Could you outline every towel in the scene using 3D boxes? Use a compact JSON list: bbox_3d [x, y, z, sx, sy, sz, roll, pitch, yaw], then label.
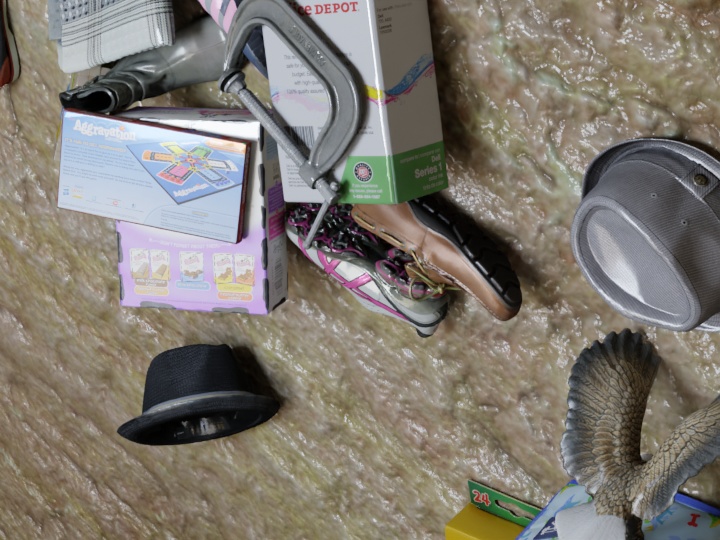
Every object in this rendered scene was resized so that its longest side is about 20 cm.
[{"bbox_3d":[-0.265,-0.306,1.782,0.199,0.034,0.195,-7,90,47],"label":"towel"}]

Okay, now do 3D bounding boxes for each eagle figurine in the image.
[{"bbox_3d":[0.250,0.166,1.553,0.151,0.150,0.202,-121,43,-71],"label":"eagle figurine"}]

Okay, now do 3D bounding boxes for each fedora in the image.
[{"bbox_3d":[-0.190,0.137,2.008,0.200,0.199,0.092,-29,66,50],"label":"fedora"},{"bbox_3d":[0.254,-0.015,1.485,0.200,0.090,0.177,47,140,7],"label":"fedora"}]

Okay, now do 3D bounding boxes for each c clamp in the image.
[{"bbox_3d":[-0.070,-0.146,1.596,0.201,0.027,0.171,54,133,18],"label":"c clamp"}]

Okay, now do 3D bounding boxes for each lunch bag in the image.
[{"bbox_3d":[0.232,0.284,1.658,0.199,0.170,0.128,17,133,38],"label":"lunch bag"}]

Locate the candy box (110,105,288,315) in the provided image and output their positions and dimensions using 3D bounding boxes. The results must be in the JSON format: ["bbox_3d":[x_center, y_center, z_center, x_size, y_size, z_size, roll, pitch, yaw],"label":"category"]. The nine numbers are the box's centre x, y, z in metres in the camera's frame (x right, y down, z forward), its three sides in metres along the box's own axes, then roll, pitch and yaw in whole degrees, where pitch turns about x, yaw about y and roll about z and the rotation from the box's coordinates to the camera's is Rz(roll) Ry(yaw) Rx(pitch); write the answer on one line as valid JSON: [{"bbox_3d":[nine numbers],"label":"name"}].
[{"bbox_3d":[-0.163,-0.064,1.795,0.166,0.072,0.202,4,105,17],"label":"candy box"}]

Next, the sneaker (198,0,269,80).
[{"bbox_3d":[-0.119,-0.262,1.709,0.201,0.070,0.082,58,157,-1],"label":"sneaker"}]

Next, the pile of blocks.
[{"bbox_3d":[-0.296,-0.182,1.946,0.062,0.083,0.200,10,152,-15],"label":"pile of blocks"}]

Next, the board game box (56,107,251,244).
[{"bbox_3d":[-0.208,-0.095,1.752,0.198,0.019,0.104,12,108,15],"label":"board game box"}]

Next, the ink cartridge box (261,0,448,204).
[{"bbox_3d":[-0.007,-0.167,1.607,0.144,0.084,0.202,3,105,43],"label":"ink cartridge box"}]

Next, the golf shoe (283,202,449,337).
[{"bbox_3d":[0.000,0.000,1.761,0.199,0.072,0.093,31,137,25],"label":"golf shoe"}]

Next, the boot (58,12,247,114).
[{"bbox_3d":[-0.211,-0.196,1.784,0.199,0.130,0.068,-11,110,48],"label":"boot"}]

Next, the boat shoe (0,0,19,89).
[{"bbox_3d":[-0.443,-0.296,1.995,0.071,0.062,0.202,16,126,39],"label":"boat shoe"}]

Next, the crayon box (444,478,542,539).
[{"bbox_3d":[0.156,0.331,1.861,0.126,0.051,0.202,17,128,36],"label":"crayon box"}]

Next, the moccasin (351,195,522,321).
[{"bbox_3d":[0.070,-0.015,1.668,0.201,0.074,0.078,37,113,18],"label":"moccasin"}]
